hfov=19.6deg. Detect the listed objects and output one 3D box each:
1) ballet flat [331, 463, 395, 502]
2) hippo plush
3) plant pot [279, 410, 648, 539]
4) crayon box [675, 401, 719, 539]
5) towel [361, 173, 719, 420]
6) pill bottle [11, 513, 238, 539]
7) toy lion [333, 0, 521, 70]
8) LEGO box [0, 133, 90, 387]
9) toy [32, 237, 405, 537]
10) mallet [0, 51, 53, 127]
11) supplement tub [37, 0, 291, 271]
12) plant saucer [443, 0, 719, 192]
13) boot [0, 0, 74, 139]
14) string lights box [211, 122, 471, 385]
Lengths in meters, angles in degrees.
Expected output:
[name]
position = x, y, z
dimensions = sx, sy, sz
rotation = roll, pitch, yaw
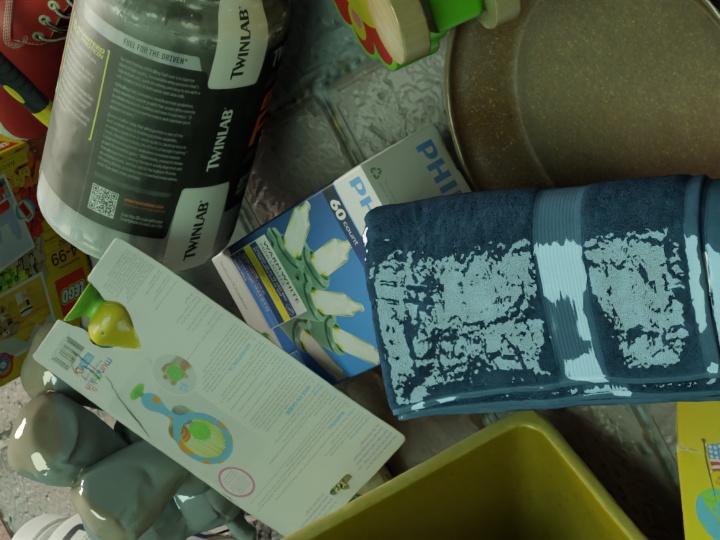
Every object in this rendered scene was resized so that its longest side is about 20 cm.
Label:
[ballet flat]
position = -0.010, 0.192, 1.320
dimensions = 0.066, 0.057, 0.201
rotation = 28, 130, 30
[hippo plush]
position = -0.127, 0.099, 1.336
dimensions = 0.160, 0.199, 0.161
rotation = 57, 166, 20
[plant pot]
position = 0.072, 0.239, 1.149
dimensions = 0.196, 0.193, 0.201
rotation = 50, 159, 38
[crayon box]
position = 0.232, 0.150, 1.063
dimensions = 0.126, 0.051, 0.201
rotation = 13, 122, 40
[towel]
position = 0.097, 0.014, 1.020
dimensions = 0.199, 0.049, 0.112
rotation = -4, 105, 26
[pill bottle]
position = -0.158, 0.226, 1.446
dimensions = 0.199, 0.111, 0.112
rotation = 7, 118, 43
[toy lion]
position = 0.000, -0.193, 1.038
dimensions = 0.192, 0.068, 0.201
rotation = 41, 153, 64
[LEGO box]
position = -0.281, 0.008, 1.374
dimensions = 0.077, 0.200, 0.150
rotation = 7, 118, 42
[toy]
position = -0.080, 0.064, 1.211
dimensions = 0.199, 0.047, 0.115
rotation = 33, 127, -9
[mallet]
position = -0.185, -0.098, 1.277
dimensions = 0.066, 0.041, 0.200
rotation = -4, 141, 37
[supplement tub]
position = -0.110, -0.111, 1.187
dimensions = 0.122, 0.122, 0.201
rotation = 35, 127, 25
[plant saucer]
position = 0.129, -0.077, 1.044
dimensions = 0.200, 0.037, 0.201
rotation = 24, 129, 34
[boot]
position = -0.178, -0.159, 1.277
dimensions = 0.144, 0.072, 0.201
rotation = 23, 124, 32
[string lights box]
position = 0.000, 0.000, 1.175
dimensions = 0.103, 0.059, 0.200
rotation = 60, 149, -1
